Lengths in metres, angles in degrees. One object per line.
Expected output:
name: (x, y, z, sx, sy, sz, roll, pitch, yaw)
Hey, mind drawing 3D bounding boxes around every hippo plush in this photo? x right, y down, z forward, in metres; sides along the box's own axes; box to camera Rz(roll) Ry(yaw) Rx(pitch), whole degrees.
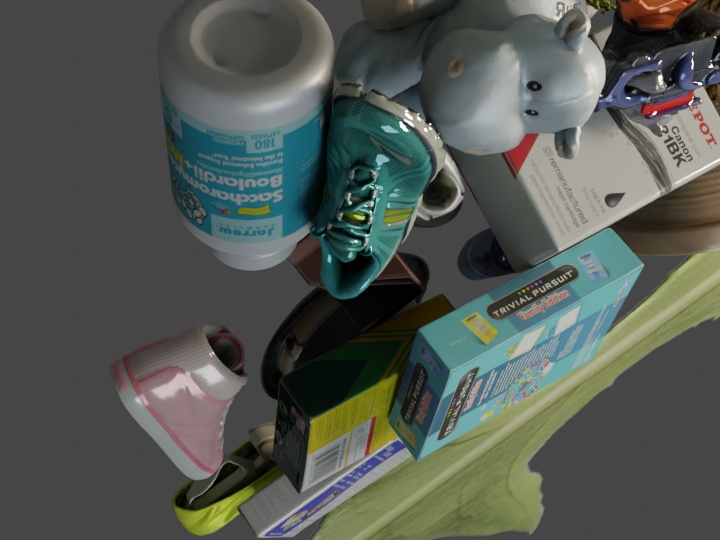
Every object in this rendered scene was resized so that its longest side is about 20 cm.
hippo plush: (0.095, -0.127, 0.877, 0.199, 0.161, 0.160, -13, 131, -13)

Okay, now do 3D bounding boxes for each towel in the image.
towel: (0.151, -0.027, 1.199, 0.111, 0.049, 0.200, -18, 180, -5)

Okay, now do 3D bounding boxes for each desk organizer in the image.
desk organizer: (0.000, 0.000, 1.051, 0.072, 0.077, 0.200, -38, 173, 3)

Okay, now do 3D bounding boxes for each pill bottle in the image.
pill bottle: (-0.074, -0.085, 0.875, 0.111, 0.111, 0.200, -26, 150, -19)

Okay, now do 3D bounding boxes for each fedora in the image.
fedora: (0.005, 0.079, 1.227, 0.200, 0.092, 0.201, -28, 151, -17)

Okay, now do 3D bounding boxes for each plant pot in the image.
plant pot: (0.312, -0.094, 1.263, 0.200, 0.201, 0.093, -22, 115, -26)

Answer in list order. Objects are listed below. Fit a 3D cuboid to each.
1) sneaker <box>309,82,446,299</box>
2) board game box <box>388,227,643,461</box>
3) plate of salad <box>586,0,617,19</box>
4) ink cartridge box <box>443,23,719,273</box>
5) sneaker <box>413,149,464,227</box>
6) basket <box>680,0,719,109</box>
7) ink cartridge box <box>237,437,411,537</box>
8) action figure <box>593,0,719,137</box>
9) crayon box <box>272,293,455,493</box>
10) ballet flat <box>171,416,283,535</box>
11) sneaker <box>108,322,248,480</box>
sneaker: (0.005, -0.046, 0.852, 0.200, 0.077, 0.080, 92, 23, -61)
board game box: (0.126, 0.061, 1.083, 0.200, 0.047, 0.151, -26, 153, -25)
plate of salad: (0.137, -0.213, 0.989, 0.200, 0.048, 0.200, -28, 151, -17)
ink cartridge box: (0.187, -0.109, 1.072, 0.200, 0.145, 0.084, -27, 177, -23)
sneaker: (0.045, -0.065, 1.052, 0.075, 0.100, 0.200, -41, 153, 5)
basket: (0.372, -0.197, 1.169, 0.143, 0.149, 0.200, -46, 150, 16)
ink cartridge box: (-0.012, 0.191, 1.283, 0.200, 0.047, 0.198, -36, 166, -1)
action figure: (0.243, -0.197, 0.986, 0.200, 0.105, 0.194, -10, 124, -23)
crayon box: (0.022, 0.099, 1.122, 0.200, 0.051, 0.127, -26, 150, -25)
ballet flat: (-0.106, 0.193, 1.316, 0.200, 0.067, 0.067, -37, 133, 3)
sneaker: (-0.134, 0.113, 1.141, 0.104, 0.075, 0.200, -30, 147, -2)
